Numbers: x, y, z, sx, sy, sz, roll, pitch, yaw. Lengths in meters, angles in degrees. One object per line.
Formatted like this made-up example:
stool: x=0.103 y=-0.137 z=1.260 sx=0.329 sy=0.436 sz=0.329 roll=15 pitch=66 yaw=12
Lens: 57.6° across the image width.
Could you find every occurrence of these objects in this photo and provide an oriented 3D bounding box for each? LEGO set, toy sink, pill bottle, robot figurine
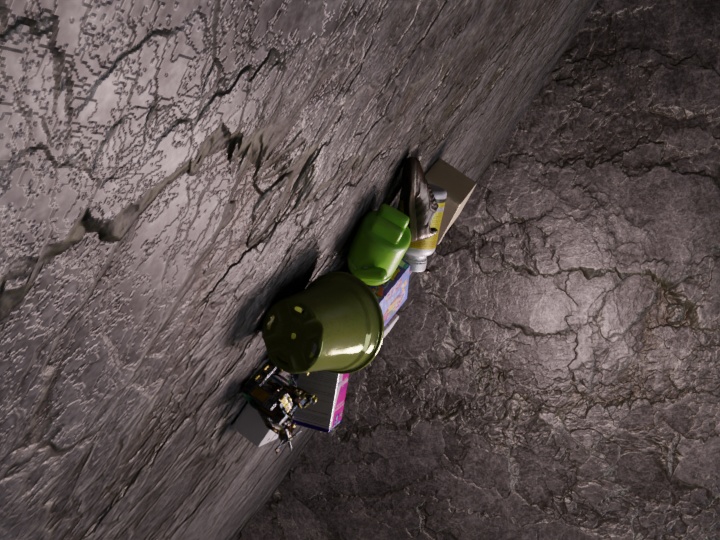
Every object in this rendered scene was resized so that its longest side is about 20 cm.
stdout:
LEGO set: x=-0.154 y=0.279 z=1.402 sx=0.153 sy=0.115 sz=0.203 roll=-39 pitch=133 yaw=-33
toy sink: x=0.225 y=-0.195 z=1.872 sx=0.112 sy=0.129 sz=0.201 roll=-49 pitch=169 yaw=-34
pill bottle: x=0.136 y=-0.106 z=1.585 sx=0.112 sy=0.111 sz=0.204 roll=-34 pitch=136 yaw=-67
robot figurine: x=0.039 y=-0.050 z=1.439 sx=0.177 sy=0.114 sz=0.201 roll=-64 pitch=180 yaw=-44

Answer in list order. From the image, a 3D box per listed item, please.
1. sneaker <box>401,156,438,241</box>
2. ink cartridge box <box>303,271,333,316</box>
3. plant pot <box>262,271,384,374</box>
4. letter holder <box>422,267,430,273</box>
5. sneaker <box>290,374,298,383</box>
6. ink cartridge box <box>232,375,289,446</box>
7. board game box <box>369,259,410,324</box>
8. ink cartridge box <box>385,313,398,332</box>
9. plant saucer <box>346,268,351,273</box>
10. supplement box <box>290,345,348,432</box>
sneaker: x=0.137 y=-0.164 z=1.471 sx=0.071 sy=0.074 sz=0.203 roll=-115 pitch=-161 yaw=-55
ink cartridge box: x=-0.060 y=0.082 z=1.536 sx=0.149 sy=0.075 sz=0.200 roll=-56 pitch=173 yaw=7
plant pot: x=-0.081 y=0.109 z=1.225 sx=0.202 sy=0.200 sz=0.183 roll=-57 pitch=159 yaw=18
letter holder: x=0.144 y=-0.066 z=1.752 sx=0.102 sy=0.140 sz=0.200 roll=-63 pitch=178 yaw=4
sneaker: x=-0.141 y=0.243 z=1.697 sx=0.073 sy=0.083 sz=0.200 roll=-26 pitch=176 yaw=11
ink cartridge box: x=-0.217 y=0.337 z=1.597 sx=0.146 sy=0.084 sz=0.200 roll=-55 pitch=171 yaw=-5
board game box: x=0.061 y=0.065 z=1.592 sx=0.135 sy=0.044 sz=0.201 roll=-50 pitch=163 yaw=-19
ink cartridge box: x=0.013 y=0.153 z=1.958 sx=0.085 sy=0.144 sz=0.200 roll=-56 pitch=172 yaw=24
plant saucer: x=0.000 y=0.000 z=1.710 sx=0.201 sy=0.029 sz=0.200 roll=-53 pitch=172 yaw=-11
supplement box: x=-0.089 y=0.263 z=1.549 sx=0.101 sy=0.101 sz=0.204 roll=-9 pitch=108 yaw=-74
